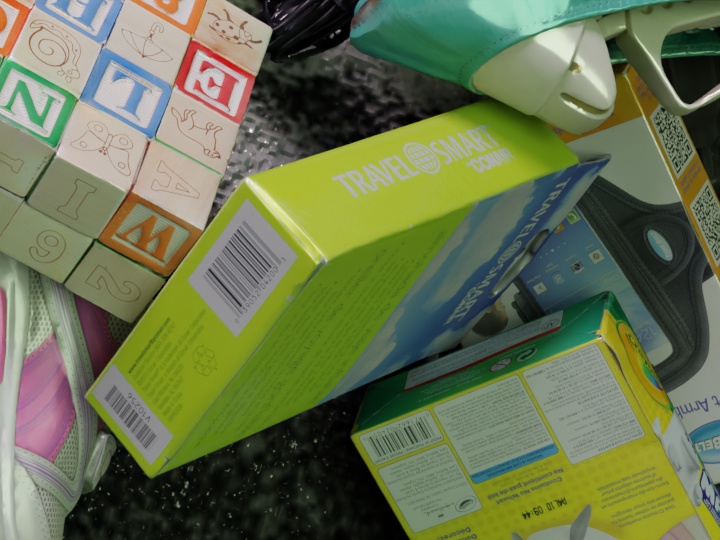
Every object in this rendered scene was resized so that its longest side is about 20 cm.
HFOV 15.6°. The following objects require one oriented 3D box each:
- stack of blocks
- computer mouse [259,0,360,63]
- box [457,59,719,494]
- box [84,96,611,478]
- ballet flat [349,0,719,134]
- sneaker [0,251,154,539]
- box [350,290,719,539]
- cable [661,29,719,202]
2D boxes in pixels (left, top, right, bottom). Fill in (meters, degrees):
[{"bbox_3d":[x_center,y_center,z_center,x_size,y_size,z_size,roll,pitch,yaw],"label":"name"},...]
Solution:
[{"bbox_3d":[-0.140,-0.082,0.929,0.199,0.059,0.115,30,43,-13],"label":"stack of blocks"},{"bbox_3d":[0.033,-0.171,1.040,0.053,0.138,0.201,30,66,-17],"label":"computer mouse"},{"bbox_3d":[0.101,0.020,1.073,0.201,0.119,0.041,64,29,-11],"label":"box"},{"bbox_3d":[0.000,0.000,0.976,0.048,0.122,0.200,48,34,15],"label":"box"},{"bbox_3d":[0.097,-0.089,0.979,0.199,0.067,0.071,-13,73,-19],"label":"ballet flat"},{"bbox_3d":[-0.113,0.044,0.980,0.088,0.081,0.201,2,90,-26],"label":"sneaker"},{"bbox_3d":[0.094,0.118,1.067,0.117,0.048,0.201,-22,109,20],"label":"box"},{"bbox_3d":[0.140,-0.062,1.090,0.097,0.050,0.201,-20,124,-14],"label":"cable"}]
